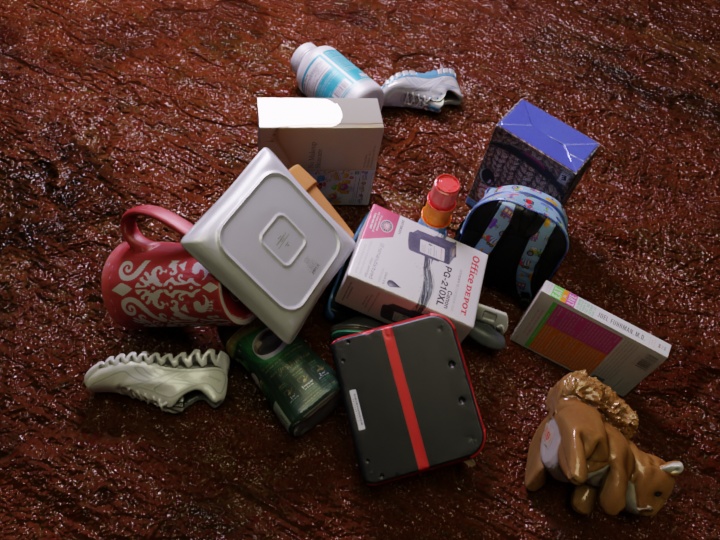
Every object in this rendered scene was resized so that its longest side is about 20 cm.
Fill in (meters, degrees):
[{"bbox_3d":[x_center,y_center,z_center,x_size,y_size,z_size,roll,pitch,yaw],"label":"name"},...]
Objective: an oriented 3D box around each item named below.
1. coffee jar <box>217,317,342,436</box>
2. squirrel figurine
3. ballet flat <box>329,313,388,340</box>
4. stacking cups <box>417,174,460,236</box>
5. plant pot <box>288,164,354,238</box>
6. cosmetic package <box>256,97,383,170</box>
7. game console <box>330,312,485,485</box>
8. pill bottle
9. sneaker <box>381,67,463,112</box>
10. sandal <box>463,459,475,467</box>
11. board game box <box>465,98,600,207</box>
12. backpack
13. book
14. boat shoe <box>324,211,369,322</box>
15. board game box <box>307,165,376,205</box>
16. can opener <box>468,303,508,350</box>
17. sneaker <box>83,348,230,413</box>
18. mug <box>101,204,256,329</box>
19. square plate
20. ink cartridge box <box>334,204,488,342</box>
[{"bbox_3d":[-0.118,0.132,0.884,0.104,0.086,0.200,-35,67,-20],"label":"coffee jar"},{"bbox_3d":[0.350,0.244,0.855,0.185,0.142,0.201,18,57,-4],"label":"squirrel figurine"},{"bbox_3d":[0.050,0.094,0.949,0.198,0.073,0.074,12,54,-8],"label":"ballet flat"},{"bbox_3d":[0.116,-0.079,0.996,0.060,0.201,0.061,3,54,-4],"label":"stacking cups"},{"bbox_3d":[-0.104,-0.043,0.957,0.140,0.200,0.201,38,57,-4],"label":"plant pot"},{"bbox_3d":[-0.069,-0.223,0.998,0.198,0.104,0.074,-4,57,-11],"label":"cosmetic package"},{"bbox_3d":[0.065,0.169,0.822,0.175,0.031,0.202,-16,77,2],"label":"game console"},{"bbox_3d":[-0.053,-0.376,1.230,0.110,0.111,0.200,-34,67,-27],"label":"pill bottle"},{"bbox_3d":[0.132,-0.370,1.282,0.198,0.075,0.087,-16,65,-19],"label":"sneaker"},{"bbox_3d":[0.066,0.222,0.875,0.070,0.078,0.212,-47,72,3],"label":"sandal"},{"bbox_3d":[0.301,-0.171,1.089,0.159,0.201,0.097,36,58,17],"label":"board game box"},{"bbox_3d":[0.256,-0.062,1.008,0.181,0.201,0.135,25,55,9],"label":"backpack"},{"bbox_3d":[0.352,0.108,0.947,0.199,0.134,0.048,30,56,11],"label":"book"},{"bbox_3d":[0.000,0.000,1.011,0.068,0.084,0.202,22,71,-3],"label":"boat shoe"},{"bbox_3d":[-0.081,-0.190,1.100,0.198,0.105,0.104,-1,56,-10],"label":"board game box"},{"bbox_3d":[0.145,0.066,0.984,0.198,0.053,0.066,21,20,9],"label":"can opener"},{"bbox_3d":[-0.284,0.159,0.852,0.198,0.075,0.082,-2,65,-10],"label":"sneaker"},{"bbox_3d":[-0.253,0.009,0.847,0.198,0.178,0.134,1,56,26],"label":"mug"},{"bbox_3d":[-0.109,-0.039,0.824,0.198,0.028,0.201,46,55,-19],"label":"square plate"},{"bbox_3d":[0.081,0.011,0.921,0.198,0.085,0.146,23,54,-4],"label":"ink cartridge box"}]
